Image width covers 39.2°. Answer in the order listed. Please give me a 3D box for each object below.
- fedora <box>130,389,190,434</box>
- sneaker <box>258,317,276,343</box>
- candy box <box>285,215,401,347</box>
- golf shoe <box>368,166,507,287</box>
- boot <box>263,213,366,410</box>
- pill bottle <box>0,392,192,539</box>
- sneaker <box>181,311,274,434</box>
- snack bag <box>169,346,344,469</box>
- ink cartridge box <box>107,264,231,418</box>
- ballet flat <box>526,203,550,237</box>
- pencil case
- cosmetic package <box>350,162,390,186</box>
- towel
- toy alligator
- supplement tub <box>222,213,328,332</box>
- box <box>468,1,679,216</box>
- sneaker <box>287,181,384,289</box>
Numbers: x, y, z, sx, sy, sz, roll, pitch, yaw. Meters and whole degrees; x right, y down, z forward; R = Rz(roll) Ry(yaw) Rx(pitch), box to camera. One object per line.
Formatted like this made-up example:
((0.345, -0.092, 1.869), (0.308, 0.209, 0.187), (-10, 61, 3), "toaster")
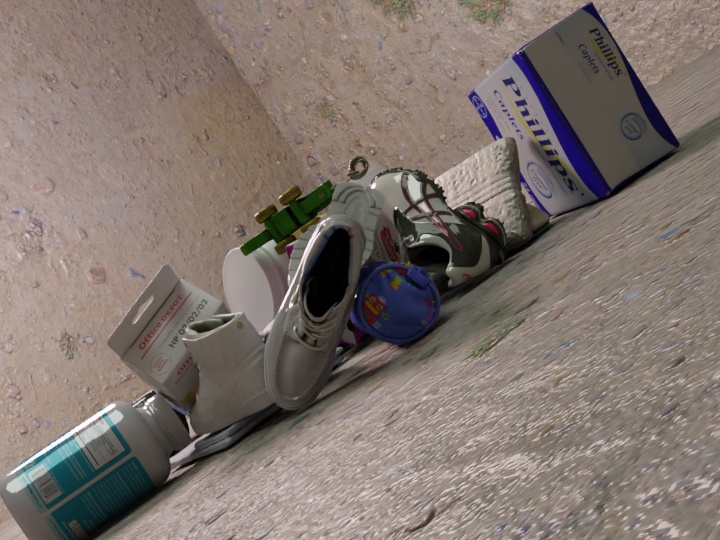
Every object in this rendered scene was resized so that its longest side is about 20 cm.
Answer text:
((-0.307, 0.231, 1.457), (0.201, 0.092, 0.201), (-34, 2, 1), "fedora")
((-0.094, 0.100, 1.141), (0.079, 0.075, 0.200), (-43, -1, -23), "sneaker")
((0.000, 0.000, 1.260), (0.061, 0.136, 0.200), (-12, 12, 31), "candy box")
((0.067, -0.051, 1.121), (0.088, 0.077, 0.200), (-38, 46, -25), "golf shoe")
((-0.047, 0.043, 0.954), (0.096, 0.073, 0.200), (-65, -9, -85), "boot")
((-0.291, 0.221, 1.132), (0.200, 0.111, 0.111), (-33, 2, -17), "pill bottle")
((-0.152, 0.105, 1.093), (0.074, 0.116, 0.200), (-39, 4, -40), "sneaker")
((-0.128, 0.164, 1.201), (0.189, 0.021, 0.200), (-35, 2, -35), "snack bag")
((-0.197, 0.091, 1.164), (0.115, 0.068, 0.200), (-56, -24, -16), "ink cartridge box")
((0.160, -0.055, 1.224), (0.069, 0.070, 0.200), (-34, 2, -18), "ballet flat")
((0.030, 0.029, 1.035), (0.087, 0.078, 0.200), (-58, 4, -2), "pencil case")
((0.055, -0.068, 1.461), (0.090, 0.107, 0.200), (-34, 36, -12), "cosmetic package")
((0.118, -0.056, 1.191), (0.034, 0.133, 0.200), (13, -30, -38), "towel")
((-0.066, -0.079, 1.269), (0.200, 0.059, 0.054), (-35, 0, 14), "toy alligator")
((-0.071, 0.004, 1.377), (0.200, 0.145, 0.144), (-18, -8, -36), "supplement tub")
((0.233, -0.173, 1.151), (0.105, 0.184, 0.200), (-33, 1, -11), "box")
((-0.025, -0.015, 1.091), (0.200, 0.076, 0.081), (-56, -12, -51), "sneaker")
